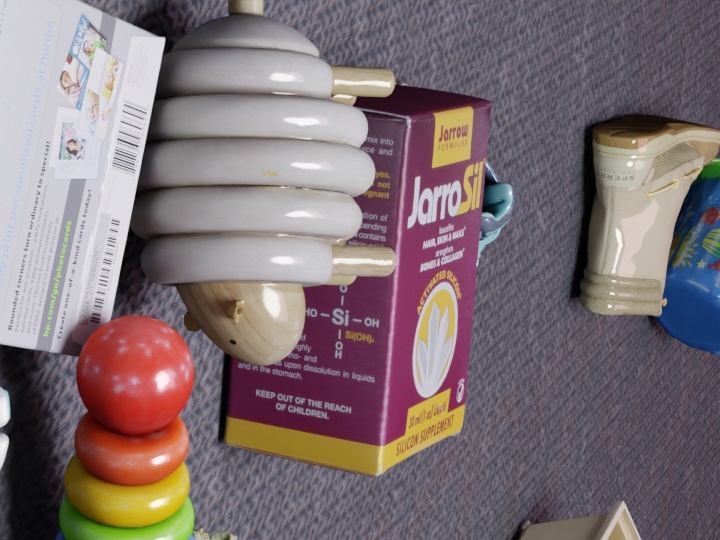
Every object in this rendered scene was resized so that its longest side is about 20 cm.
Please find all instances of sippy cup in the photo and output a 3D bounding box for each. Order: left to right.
[{"bbox_3d":[0.321,-0.003,2.043,0.131,0.177,0.140,-51,173,-31],"label":"sippy cup"}]

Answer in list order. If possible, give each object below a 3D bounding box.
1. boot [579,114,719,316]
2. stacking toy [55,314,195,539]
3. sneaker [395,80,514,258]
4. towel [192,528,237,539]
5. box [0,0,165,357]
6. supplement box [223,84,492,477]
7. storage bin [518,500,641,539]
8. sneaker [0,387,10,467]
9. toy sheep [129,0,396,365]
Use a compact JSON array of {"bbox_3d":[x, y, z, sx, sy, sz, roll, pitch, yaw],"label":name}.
[{"bbox_3d":[0.236,-0.045,1.883,0.200,0.072,0.157,-16,113,-63],"label":"boot"},{"bbox_3d":[-0.109,0.113,1.084,0.085,0.085,0.201,-45,148,-53],"label":"stacking toy"},{"bbox_3d":[0.053,-0.025,1.445,0.201,0.086,0.078,76,33,-43],"label":"sneaker"},{"bbox_3d":[-0.082,0.243,1.297,0.200,0.036,0.149,62,42,-54],"label":"towel"},{"bbox_3d":[-0.159,-0.048,0.998,0.200,0.041,0.157,16,85,-68],"label":"box"},{"bbox_3d":[0.000,0.000,1.310,0.131,0.102,0.202,-19,115,-64],"label":"supplement box"},{"bbox_3d":[0.163,0.318,1.744,0.200,0.093,0.200,-51,121,-49],"label":"storage bin"},{"bbox_3d":[-0.205,0.127,0.944,0.091,0.077,0.202,1,95,-50],"label":"sneaker"},{"bbox_3d":[-0.053,-0.054,1.136,0.138,0.137,0.202,14,73,-67],"label":"toy sheep"}]
